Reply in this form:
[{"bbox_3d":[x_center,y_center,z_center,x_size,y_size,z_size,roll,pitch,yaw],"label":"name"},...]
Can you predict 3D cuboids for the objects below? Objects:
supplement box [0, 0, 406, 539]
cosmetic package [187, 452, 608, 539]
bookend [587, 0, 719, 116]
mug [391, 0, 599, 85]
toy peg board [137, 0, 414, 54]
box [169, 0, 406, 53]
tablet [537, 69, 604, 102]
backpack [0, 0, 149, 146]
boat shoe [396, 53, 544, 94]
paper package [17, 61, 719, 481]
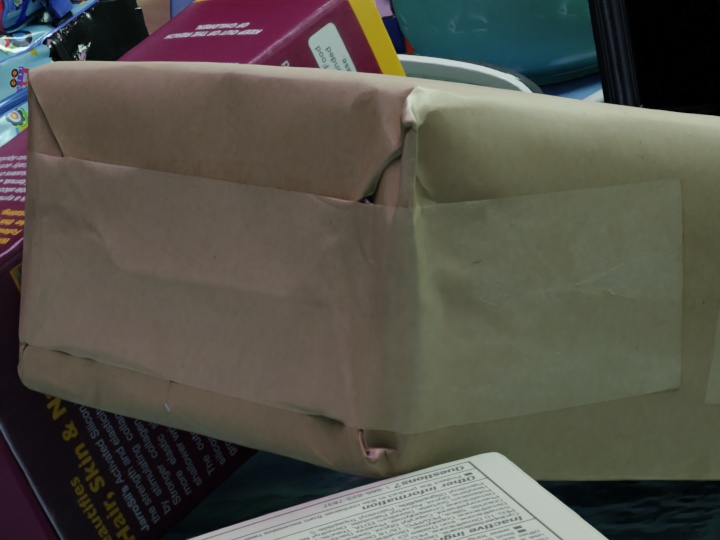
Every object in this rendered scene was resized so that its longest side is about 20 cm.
[{"bbox_3d":[-0.067,0.001,0.908,0.086,0.110,0.200,2,35,48],"label":"supplement box"},{"bbox_3d":[0.022,0.108,0.594,0.105,0.071,0.200,-15,15,-11],"label":"cosmetic package"},{"bbox_3d":[0.178,-0.148,1.169,0.092,0.199,0.200,-17,16,-23],"label":"bookend"},{"bbox_3d":[0.095,-0.155,1.378,0.152,0.115,0.185,-18,17,-22],"label":"mug"},{"bbox_3d":[-0.039,-0.150,1.615,0.199,0.098,0.200,-34,21,-17],"label":"toy peg board"},{"bbox_3d":[-0.041,-0.153,1.474,0.121,0.032,0.200,-12,45,5],"label":"box"},{"bbox_3d":[0.063,-0.078,1.369,0.130,0.014,0.200,0,20,38],"label":"tablet"},{"bbox_3d":[-0.213,-0.079,1.372,0.182,0.135,0.200,-4,20,32],"label":"backpack"},{"bbox_3d":[-0.008,-0.054,1.079,0.200,0.076,0.060,-3,23,31],"label":"boat shoe"},{"bbox_3d":[0.027,-0.002,0.807,0.200,0.104,0.190,3,4,-39],"label":"paper package"}]
